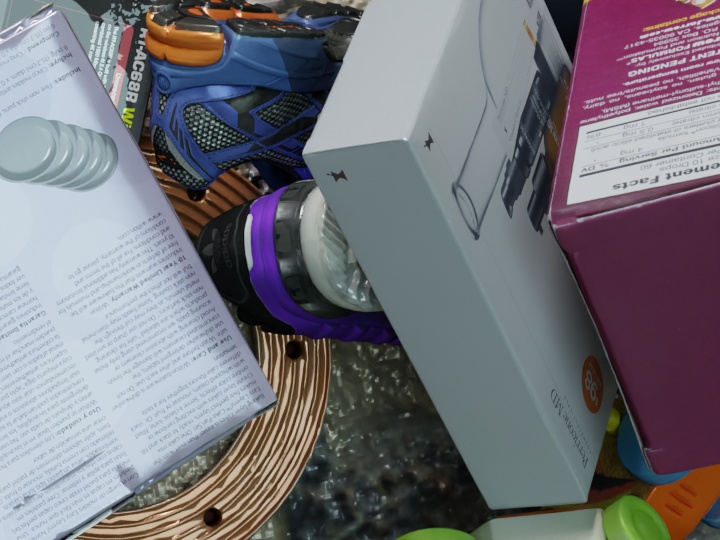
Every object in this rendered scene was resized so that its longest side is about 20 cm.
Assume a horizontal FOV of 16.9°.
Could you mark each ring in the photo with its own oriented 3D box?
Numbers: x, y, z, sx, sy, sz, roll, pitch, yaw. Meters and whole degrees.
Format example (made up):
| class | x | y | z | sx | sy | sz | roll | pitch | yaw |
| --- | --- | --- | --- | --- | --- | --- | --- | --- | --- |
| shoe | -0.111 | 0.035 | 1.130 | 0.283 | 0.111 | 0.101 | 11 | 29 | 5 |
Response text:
| class | x | y | z | sx | sy | sz | roll | pitch | yaw |
| --- | --- | --- | --- | --- | --- | --- | --- | --- | --- |
| ring | -0.110 | 0.040 | 1.062 | 0.199 | 0.019 | 0.202 | 1 | 88 | -17 |

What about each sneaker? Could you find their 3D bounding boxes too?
| class | x | y | z | sx | sy | sz | roll | pitch | yaw |
| --- | --- | --- | --- | --- | --- | --- | --- | --- | --- |
| sneaker | 0.000 | -0.001 | 1.050 | 0.200 | 0.099 | 0.070 | 18 | 66 | -56 |
| sneaker | -0.019 | -0.072 | 1.045 | 0.199 | 0.075 | 0.079 | 0 | 111 | -42 |

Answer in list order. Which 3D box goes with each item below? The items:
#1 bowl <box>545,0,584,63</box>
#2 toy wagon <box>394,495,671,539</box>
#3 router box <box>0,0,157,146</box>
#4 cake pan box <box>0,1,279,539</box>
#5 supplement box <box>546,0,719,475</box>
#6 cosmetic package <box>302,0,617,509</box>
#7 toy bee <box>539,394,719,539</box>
| class | x | y | z | sx | sy | sz | roll | pitch | yaw |
| --- | --- | --- | --- | --- | --- | --- | --- | --- | --- |
| bowl | 0.151 | -0.148 | 1.085 | 0.199 | 0.039 | 0.202 | 0 | 118 | 0 |
| toy wagon | 0.076 | 0.150 | 1.042 | 0.200 | 0.040 | 0.155 | 30 | 125 | -31 |
| router box | -0.174 | -0.032 | 1.003 | 0.149 | 0.062 | 0.201 | 14 | 84 | -15 |
| cake pan box | -0.159 | 0.024 | 0.947 | 0.200 | 0.052 | 0.185 | -33 | 96 | -16 |
| supplement box | 0.152 | -0.033 | 1.004 | 0.103 | 0.200 | 0.131 | -14 | 121 | 19 |
| cosmetic package | 0.055 | -0.024 | 0.996 | 0.200 | 0.051 | 0.151 | 61 | 36 | -35 |
| toy bee | 0.150 | 0.068 | 1.108 | 0.199 | 0.109 | 0.131 | -31 | 126 | -1 |
